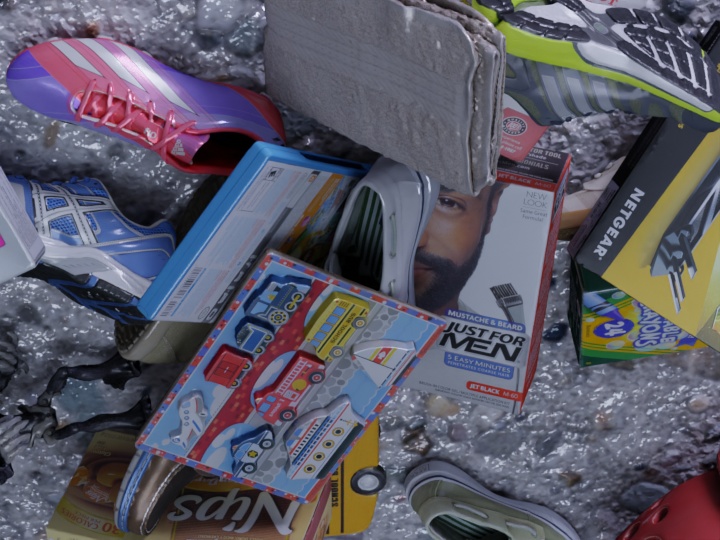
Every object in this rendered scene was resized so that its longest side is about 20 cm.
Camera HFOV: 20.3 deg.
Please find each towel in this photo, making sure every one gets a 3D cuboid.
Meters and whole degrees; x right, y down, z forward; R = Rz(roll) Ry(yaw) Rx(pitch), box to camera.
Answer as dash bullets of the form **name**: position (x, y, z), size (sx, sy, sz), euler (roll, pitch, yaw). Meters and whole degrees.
- **towel**: position (0.010, -0.136, 1.332), size (0.034, 0.200, 0.133), euler (-38, 142, -37)

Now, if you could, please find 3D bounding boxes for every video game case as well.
- **video game case**: position (-0.059, -0.021, 1.408), size (0.143, 0.018, 0.200), euler (-53, 157, 15)

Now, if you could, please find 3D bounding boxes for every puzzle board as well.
- **puzzle board**: position (-0.051, 0.083, 1.442), size (0.150, 0.017, 0.200), euler (22, 123, -24)

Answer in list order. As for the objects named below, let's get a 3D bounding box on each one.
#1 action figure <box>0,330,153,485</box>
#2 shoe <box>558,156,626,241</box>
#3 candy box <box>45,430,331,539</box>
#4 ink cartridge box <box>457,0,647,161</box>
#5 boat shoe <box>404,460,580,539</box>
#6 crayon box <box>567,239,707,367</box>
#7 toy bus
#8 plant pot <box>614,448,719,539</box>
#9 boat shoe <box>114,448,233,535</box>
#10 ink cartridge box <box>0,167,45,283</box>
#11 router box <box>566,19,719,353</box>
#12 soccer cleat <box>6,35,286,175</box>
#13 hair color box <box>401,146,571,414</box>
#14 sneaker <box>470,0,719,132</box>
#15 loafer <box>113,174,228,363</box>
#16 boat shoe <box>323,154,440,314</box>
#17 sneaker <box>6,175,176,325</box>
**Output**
- **action figure**: position (-0.261, 0.105, 1.525), size (0.199, 0.119, 0.102), euler (-14, 151, -9)
- **shoe**: position (0.225, -0.062, 1.500), size (0.199, 0.054, 0.070), euler (-11, 165, 6)
- **candy box**: position (-0.132, 0.198, 1.576), size (0.199, 0.116, 0.055), euler (10, 132, 12)
- **ink cartridge box**: position (0.113, -0.182, 1.366), size (0.116, 0.068, 0.200), euler (21, 125, -25)
- **boat shoe**: position (0.116, 0.231, 1.717), size (0.200, 0.062, 0.072), euler (28, 121, -29)
- **crayon box**: position (0.261, 0.011, 1.536), size (0.199, 0.052, 0.126), euler (-10, 151, 0)
- **toy bus**: position (-0.020, 0.122, 1.604), size (0.078, 0.065, 0.201), euler (-4, 131, -3)
- **plant pot**: position (0.327, 0.254, 1.687), size (0.200, 0.201, 0.183), euler (29, 112, -28)
- **boat shoe**: position (-0.112, 0.123, 1.522), size (0.072, 0.072, 0.200), euler (32, 87, 11)
- **ink cartridge box**: position (-0.338, -0.059, 1.371), size (0.173, 0.044, 0.201), euler (-25, 105, 11)
- **router box**: position (0.267, -0.053, 1.433), size (0.157, 0.052, 0.200), euler (31, 99, -6)
- **soccer cleat**: position (-0.145, -0.108, 1.384), size (0.199, 0.077, 0.067), euler (14, 127, -19)
- **hair color box**: position (0.084, 0.001, 1.484), size (0.110, 0.064, 0.201), euler (13, 123, 11)
- **sneaker**: position (0.152, -0.131, 1.332), size (0.199, 0.074, 0.081), euler (19, 133, -14)
- **loafer**: position (-0.104, -0.006, 1.480), size (0.068, 0.076, 0.200), euler (24, 120, -38)
- **boat shoe**: position (0.000, 0.000, 1.440), size (0.067, 0.073, 0.201), euler (-30, 141, -43)
- **sneaker**: position (-0.226, -0.035, 1.446), size (0.199, 0.077, 0.076), euler (28, 159, -11)
